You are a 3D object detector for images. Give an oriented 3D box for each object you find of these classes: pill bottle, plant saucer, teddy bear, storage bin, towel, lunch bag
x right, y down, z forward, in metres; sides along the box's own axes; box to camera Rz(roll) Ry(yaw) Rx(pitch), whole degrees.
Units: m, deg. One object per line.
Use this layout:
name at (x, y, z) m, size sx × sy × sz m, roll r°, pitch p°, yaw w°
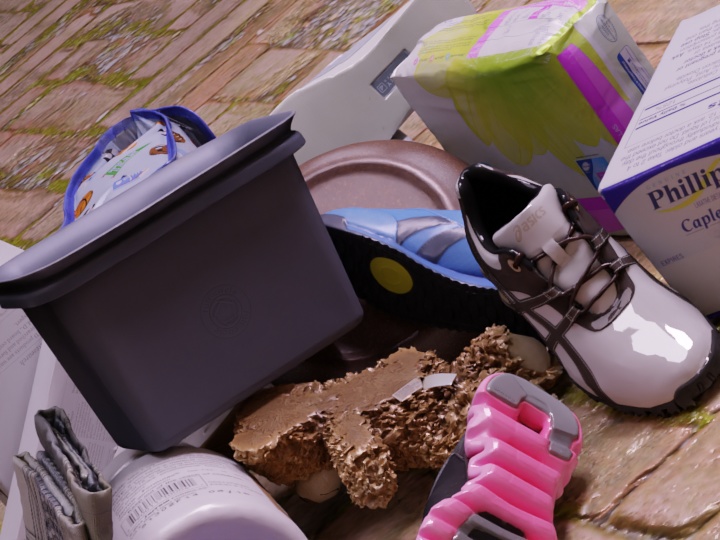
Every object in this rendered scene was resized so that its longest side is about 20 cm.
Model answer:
pill bottle at (-0.098, 0.164, 1.535) m, size 0.114 × 0.114 × 0.200 m, roll -40°, pitch 18°, yaw -5°
plant saucer at (0.000, 0.000, 1.675) m, size 0.200 × 0.037 × 0.201 m, roll -7°, pitch 64°, yaw 15°
teddy bear at (0.026, 0.091, 1.548) m, size 0.200 × 0.067 × 0.145 m, roll -22°, pitch 28°, yaw -2°
storage bin at (-0.106, 0.014, 1.585) m, size 0.200 × 0.134 × 0.146 m, roll -32°, pitch 10°, yaw -20°
towel at (-0.164, 0.189, 1.502) m, size 0.034 × 0.200 × 0.193 m, roll -6°, pitch 12°, yaw -14°
lunch bag at (-0.132, -0.024, 1.973) m, size 0.124 × 0.170 × 0.200 m, roll -33°, pitch 18°, yaw 5°

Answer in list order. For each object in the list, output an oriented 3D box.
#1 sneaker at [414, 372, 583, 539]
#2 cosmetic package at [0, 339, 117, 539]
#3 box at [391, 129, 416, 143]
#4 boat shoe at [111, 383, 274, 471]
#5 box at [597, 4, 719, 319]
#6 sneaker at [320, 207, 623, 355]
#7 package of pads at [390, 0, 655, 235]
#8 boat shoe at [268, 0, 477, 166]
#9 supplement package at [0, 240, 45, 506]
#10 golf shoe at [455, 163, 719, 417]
sneaker at (0.058, 0.144, 1.388) m, size 0.095 × 0.079 × 0.200 m, roll -52°, pitch 5°, yaw 37°
cosmetic package at (-0.175, 0.094, 1.738) m, size 0.051 × 0.082 × 0.200 m, roll -163°, pitch 85°, yaw -67°
box at (0.011, -0.028, 1.821) m, size 0.112 × 0.101 × 0.200 m, roll -38°, pitch 18°, yaw -2°
boat shoe at (-0.126, 0.127, 1.687) m, size 0.200 × 0.071 × 0.069 m, roll -45°, pitch 53°, yaw 18°
box at (0.258, -0.090, 1.493) m, size 0.184 × 0.105 × 0.200 m, roll -24°, pitch 22°, yaw 36°
sneaker at (0.067, -0.009, 1.608) m, size 0.200 × 0.066 × 0.078 m, roll 15°, pitch 52°, yaw 23°
package of pads at (0.120, -0.096, 1.691) m, size 0.068 × 0.155 × 0.200 m, roll -45°, pitch 19°, yaw -22°
boat shoe at (-0.001, -0.112, 1.797) m, size 0.201 × 0.070 × 0.072 m, roll -43°, pitch 1°, yaw -16°
supplement package at (-0.223, 0.092, 1.811) m, size 0.117 × 0.200 × 0.117 m, roll -42°, pitch 18°, yaw -13°
golf shoe at (0.117, 0.008, 1.463) m, size 0.078 × 0.095 × 0.200 m, roll -47°, pitch 47°, yaw -7°
